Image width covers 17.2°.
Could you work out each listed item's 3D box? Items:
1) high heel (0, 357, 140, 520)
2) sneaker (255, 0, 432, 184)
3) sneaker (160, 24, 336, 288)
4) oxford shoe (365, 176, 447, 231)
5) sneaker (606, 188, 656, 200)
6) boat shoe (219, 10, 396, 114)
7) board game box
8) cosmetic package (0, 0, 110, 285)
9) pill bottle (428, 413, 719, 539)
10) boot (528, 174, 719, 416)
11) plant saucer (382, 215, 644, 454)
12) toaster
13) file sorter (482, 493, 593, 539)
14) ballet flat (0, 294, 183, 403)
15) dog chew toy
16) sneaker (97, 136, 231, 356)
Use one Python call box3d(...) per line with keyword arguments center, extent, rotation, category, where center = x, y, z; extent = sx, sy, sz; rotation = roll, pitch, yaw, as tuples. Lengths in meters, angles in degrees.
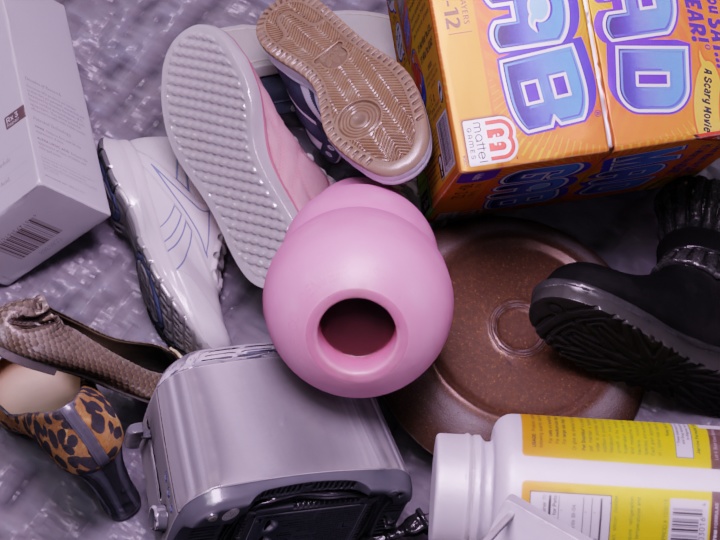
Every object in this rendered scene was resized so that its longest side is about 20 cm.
box3d(center=(-0.222, 0.071, 1.622), extent=(0.071, 0.143, 0.200), rotation=(-38, 63, -13), category="high heel")
box3d(center=(0.003, -0.103, 1.655), extent=(0.070, 0.109, 0.200), rotation=(-34, 48, -5), category="sneaker")
box3d(center=(-0.073, -0.078, 1.709), extent=(0.075, 0.105, 0.201), rotation=(-27, 79, 22), category="sneaker")
box3d(center=(0.030, -0.054, 1.723), extent=(0.075, 0.058, 0.201), rotation=(11, 60, 13), category="oxford shoe")
box3d(center=(0.147, -0.135, 1.743), extent=(0.070, 0.082, 0.200), rotation=(-35, 64, -19), category="sneaker")
box3d(center=(-0.038, -0.145, 1.774), extent=(0.199, 0.062, 0.075), rotation=(-10, 45, -23), category="boat shoe")
box3d(center=(0.134, -0.159, 1.615), extent=(0.199, 0.200, 0.201), rotation=(-9, 83, -6), category="board game box")
box3d(center=(-0.263, -0.106, 1.743), extent=(0.113, 0.081, 0.201), rotation=(-33, 57, 24), category="cosmetic package")
box3d(center=(0.146, 0.151, 1.552), extent=(0.199, 0.109, 0.110), rotation=(4, 60, 0), category="pill bottle")
box3d(center=(0.208, -0.001, 1.625), extent=(0.210, 0.079, 0.159), rotation=(24, 60, -29), category="boot")
box3d(center=(0.106, 0.046, 1.641), extent=(0.199, 0.037, 0.201), rotation=(4, 64, -8), category="plant saucer")
box3d(center=(-0.055, 0.124, 1.583), extent=(0.199, 0.114, 0.130), rotation=(-5, 54, -23), category="toaster")
box3d(center=(0.092, 0.267, 1.423), extent=(0.138, 0.124, 0.201), rotation=(29, 110, 11), category="file sorter")
box3d(center=(-0.169, 0.054, 1.610), extent=(0.067, 0.199, 0.047), rotation=(29, 97, 47), category="ballet flat")
box3d(center=(0.000, 0.000, 1.578), extent=(0.124, 0.125, 0.200), rotation=(-3, 24, 3), category="dog chew toy")
box3d(center=(-0.126, -0.024, 1.713), extent=(0.087, 0.075, 0.201), rotation=(-15, 62, -15), category="sneaker")
